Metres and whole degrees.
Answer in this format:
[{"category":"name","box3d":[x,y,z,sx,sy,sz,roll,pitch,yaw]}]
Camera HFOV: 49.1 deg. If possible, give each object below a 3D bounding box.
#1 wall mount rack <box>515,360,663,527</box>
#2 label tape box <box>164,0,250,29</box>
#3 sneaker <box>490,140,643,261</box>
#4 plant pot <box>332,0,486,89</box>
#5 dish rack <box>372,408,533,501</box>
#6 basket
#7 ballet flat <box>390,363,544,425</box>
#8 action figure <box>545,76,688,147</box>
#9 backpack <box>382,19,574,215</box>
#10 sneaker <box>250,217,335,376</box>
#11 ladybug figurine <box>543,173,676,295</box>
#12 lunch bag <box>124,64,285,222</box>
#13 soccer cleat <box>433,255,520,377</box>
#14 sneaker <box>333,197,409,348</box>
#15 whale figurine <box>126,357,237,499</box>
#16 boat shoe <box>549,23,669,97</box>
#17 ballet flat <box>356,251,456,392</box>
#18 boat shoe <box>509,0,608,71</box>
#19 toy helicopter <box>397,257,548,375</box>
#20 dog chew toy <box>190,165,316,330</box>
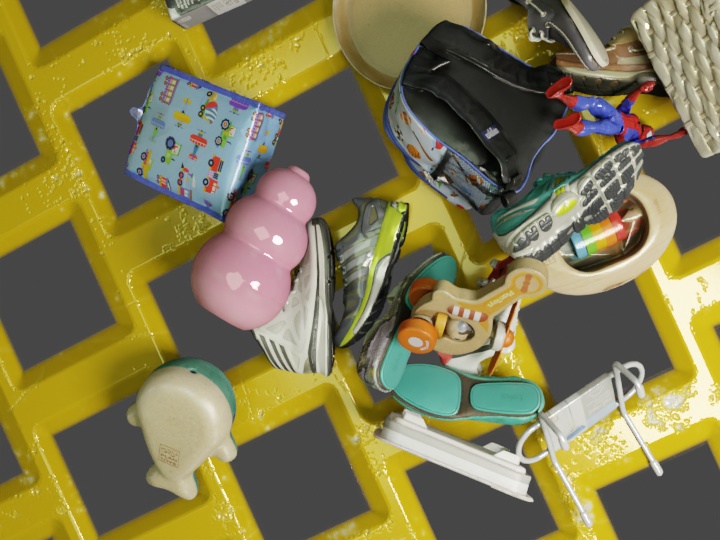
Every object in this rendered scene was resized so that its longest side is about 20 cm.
[{"category":"wall mount rack","box3d":[0.294,0.212,0.973,0.197,0.075,0.176,-31,127,-7]},{"category":"label tape box","box3d":[-0.170,-0.420,1.005,0.196,0.063,0.147,-21,91,8]},{"category":"sneaker","box3d":[0.236,-0.091,0.904,0.197,0.080,0.078,-32,134,-3]},{"category":"plant pot","box3d":[0.062,-0.330,1.003,0.194,0.027,0.206,0,92,7]},{"category":"dish rack","box3d":[0.113,0.216,0.958,0.196,0.172,0.045,20,84,5]},{"category":"basket","box3d":[0.405,-0.242,0.856,0.122,0.135,0.203,-27,89,-20]},{"category":"ballet flat","box3d":[0.131,0.162,0.991,0.195,0.071,0.069,6,68,12]},{"category":"action figure","box3d":[0.307,-0.181,0.901,0.098,0.197,0.067,-20,74,41]},{"category":"backpack","box3d":[0.124,-0.183,0.924,0.189,0.154,0.202,39,61,-7]},{"category":"sneaker","box3d":[-0.090,0.034,1.015,0.112,0.076,0.206,1,96,5]},{"category":"ladybug figurine","box3d":[0.286,-0.045,0.969,0.196,0.072,0.139,-20,90,7]},{"category":"lunch bag","box3d":[-0.218,-0.170,1.020,0.196,0.094,0.154,23,98,14]},{"category":"soccer cleat","box3d":[0.170,0.055,0.973,0.084,0.069,0.201,31,119,-7]},{"category":"sneaker","box3d":[0.000,0.000,1.013,0.079,0.074,0.205,19,89,14]},{"category":"whale figurine","box3d":[-0.230,0.205,1.043,0.155,0.104,0.204,18,119,6]},{"category":"boat shoe","box3d":[0.329,-0.256,0.958,0.194,0.076,0.076,3,88,-2]},{"category":"ballet flat","box3d":[0.051,0.057,0.992,0.071,0.072,0.202,30,67,3]},{"category":"boat shoe","box3d":[0.227,-0.295,0.935,0.062,0.072,0.203,-39,52,24]},{"category":"toy helicopter","box3d":[0.142,0.048,0.891,0.131,0.080,0.199,35,138,-17]},{"category":"dog chew toy","box3d":[-0.121,-0.034,0.956,0.123,0.125,0.203,28,86,4]}]
